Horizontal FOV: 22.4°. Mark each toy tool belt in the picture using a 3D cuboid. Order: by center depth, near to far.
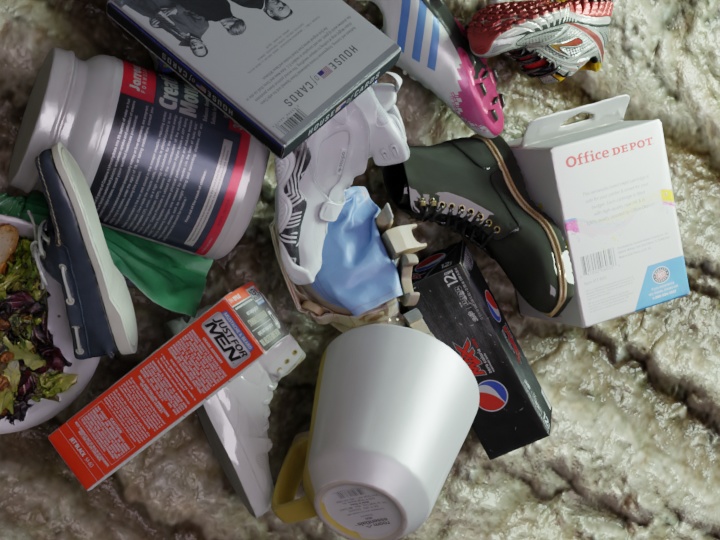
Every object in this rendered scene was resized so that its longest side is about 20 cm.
[{"bbox_3d":[0.000,0.000,1.640,0.124,0.123,0.201,-25,72,-20],"label":"toy tool belt"}]

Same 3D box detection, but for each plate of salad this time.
[{"bbox_3d":[-0.317,0.051,1.549,0.198,0.048,0.202,-2,109,-7],"label":"plate of salad"}]

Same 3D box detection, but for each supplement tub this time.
[{"bbox_3d":[-0.189,-0.101,1.566,0.198,0.140,0.142,18,87,-17],"label":"supplement tub"}]

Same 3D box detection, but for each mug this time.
[{"bbox_3d":[0.013,0.166,1.602,0.148,0.187,0.154,20,45,-1],"label":"mug"}]

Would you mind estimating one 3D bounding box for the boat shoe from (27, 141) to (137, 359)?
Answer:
[{"bbox_3d":[-0.237,-0.012,1.495,0.061,0.075,0.201,-12,127,4],"label":"boat shoe"}]

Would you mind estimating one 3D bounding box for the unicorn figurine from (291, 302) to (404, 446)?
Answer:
[{"bbox_3d":[0.017,0.131,1.720,0.200,0.074,0.138,-41,99,-10],"label":"unicorn figurine"}]

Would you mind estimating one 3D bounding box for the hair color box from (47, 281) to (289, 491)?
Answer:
[{"bbox_3d":[-0.163,0.098,1.569,0.199,0.111,0.064,-37,90,11],"label":"hair color box"}]

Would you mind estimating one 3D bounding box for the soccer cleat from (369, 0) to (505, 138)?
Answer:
[{"bbox_3d":[0.065,-0.206,1.725,0.086,0.070,0.201,-21,112,24],"label":"soccer cleat"}]

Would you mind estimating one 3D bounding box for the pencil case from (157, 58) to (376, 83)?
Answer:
[{"bbox_3d":[-0.084,-0.184,1.580,0.198,0.087,0.079,16,61,-15],"label":"pencil case"}]

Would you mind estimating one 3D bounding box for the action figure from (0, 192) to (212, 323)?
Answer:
[{"bbox_3d":[-0.231,-0.020,1.592,0.199,0.118,0.055,26,112,-9],"label":"action figure"}]

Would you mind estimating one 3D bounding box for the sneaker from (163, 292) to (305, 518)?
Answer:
[{"bbox_3d":[-0.091,0.118,1.672,0.115,0.074,0.202,-24,103,-18],"label":"sneaker"}]

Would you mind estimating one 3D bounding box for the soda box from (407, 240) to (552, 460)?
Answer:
[{"bbox_3d":[0.112,0.077,1.755,0.070,0.063,0.201,-23,107,17],"label":"soda box"}]

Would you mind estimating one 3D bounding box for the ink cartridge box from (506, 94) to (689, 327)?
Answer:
[{"bbox_3d":[0.220,-0.062,1.772,0.128,0.125,0.202,-15,100,-23],"label":"ink cartridge box"}]

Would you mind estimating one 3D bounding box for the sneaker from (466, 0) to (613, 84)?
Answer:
[{"bbox_3d":[0.178,-0.217,1.744,0.199,0.077,0.083,-12,106,-45],"label":"sneaker"}]

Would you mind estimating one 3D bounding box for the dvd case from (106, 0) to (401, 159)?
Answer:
[{"bbox_3d":[-0.087,-0.198,1.501,0.200,0.025,0.150,40,60,14],"label":"dvd case"}]

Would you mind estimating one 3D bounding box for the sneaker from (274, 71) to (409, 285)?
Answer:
[{"bbox_3d":[-0.017,-0.081,1.555,0.114,0.075,0.202,-3,115,-3],"label":"sneaker"}]

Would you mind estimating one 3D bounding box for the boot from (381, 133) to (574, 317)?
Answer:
[{"bbox_3d":[0.102,-0.038,1.699,0.137,0.078,0.201,-5,53,-36],"label":"boot"}]

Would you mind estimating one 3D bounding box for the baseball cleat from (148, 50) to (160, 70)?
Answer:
[{"bbox_3d":[-0.128,-0.197,1.644,0.106,0.070,0.200,-44,106,-1],"label":"baseball cleat"}]
